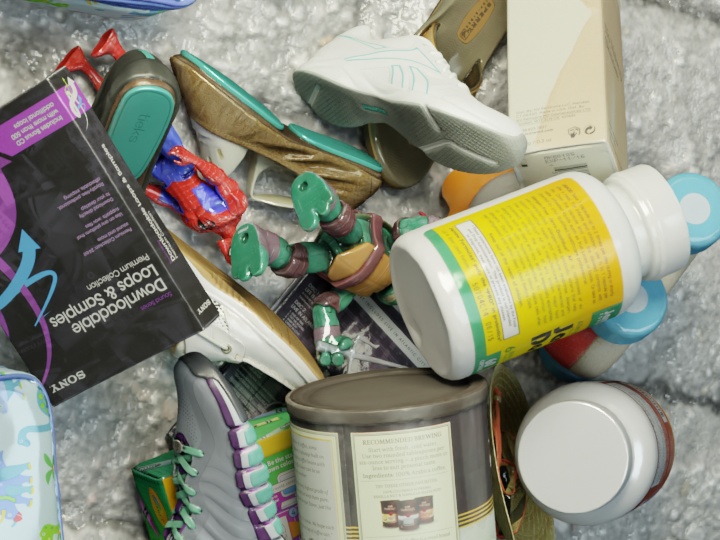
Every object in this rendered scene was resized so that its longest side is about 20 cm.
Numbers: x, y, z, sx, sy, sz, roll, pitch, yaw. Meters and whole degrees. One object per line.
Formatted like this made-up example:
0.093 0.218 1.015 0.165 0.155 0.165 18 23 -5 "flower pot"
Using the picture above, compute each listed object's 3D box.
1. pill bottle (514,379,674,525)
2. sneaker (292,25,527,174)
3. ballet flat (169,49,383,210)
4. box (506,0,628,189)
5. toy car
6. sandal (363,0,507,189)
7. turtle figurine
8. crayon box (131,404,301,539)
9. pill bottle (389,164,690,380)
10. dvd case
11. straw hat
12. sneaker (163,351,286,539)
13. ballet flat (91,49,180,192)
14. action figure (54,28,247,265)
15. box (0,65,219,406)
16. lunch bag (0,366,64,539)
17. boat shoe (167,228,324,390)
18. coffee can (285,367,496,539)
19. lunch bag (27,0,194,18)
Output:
0.183 0.143 1.560 0.200 0.112 0.113 9 90 -74 "pill bottle"
0.046 -0.136 1.479 0.080 0.200 0.071 -50 148 -24 "sneaker"
-0.074 -0.091 1.489 0.200 0.068 0.072 28 100 -33 "ballet flat"
0.160 -0.151 1.535 0.095 0.078 0.201 58 28 -55 "box"
0.162 -0.033 1.590 0.200 0.184 0.177 37 74 2 "toy car"
0.069 -0.157 1.562 0.080 0.054 0.200 41 75 -27 "sandal"
0.000 0.000 1.494 0.200 0.101 0.150 28 102 -44 "turtle figurine"
-0.061 0.172 1.496 0.200 0.058 0.119 -20 104 -26 "crayon box"
0.132 -0.005 1.432 0.200 0.113 0.113 -21 105 -15 "pill bottle"
-0.039 0.100 1.545 0.149 0.016 0.200 47 73 -24 "dvd case"
0.092 0.172 1.584 0.085 0.201 0.202 -12 104 14 "straw hat"
-0.110 0.160 1.396 0.087 0.074 0.201 -24 106 -19 "sneaker"
-0.180 -0.070 1.389 0.068 0.068 0.200 15 122 -30 "ballet flat"
-0.143 -0.080 1.441 0.200 0.065 0.052 51 36 -23 "action figure"
-0.206 -0.020 1.351 0.200 0.143 0.036 58 27 -10 "box"
-0.291 0.166 1.366 0.160 0.082 0.201 -9 99 -30 "lunch bag"
-0.115 0.037 1.468 0.200 0.071 0.069 40 94 -17 "boat shoe"
0.026 0.182 1.428 0.146 0.146 0.201 -9 99 -29 "coffee can"
-0.178 -0.282 1.379 0.160 0.082 0.201 8 87 -31 "lunch bag"
